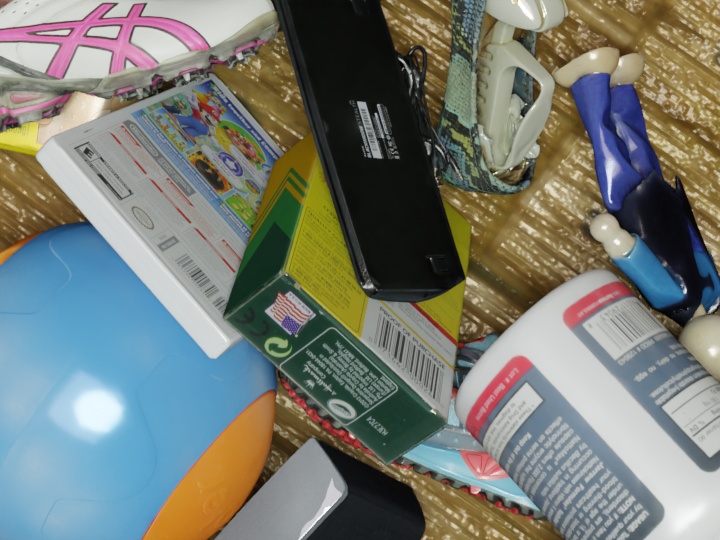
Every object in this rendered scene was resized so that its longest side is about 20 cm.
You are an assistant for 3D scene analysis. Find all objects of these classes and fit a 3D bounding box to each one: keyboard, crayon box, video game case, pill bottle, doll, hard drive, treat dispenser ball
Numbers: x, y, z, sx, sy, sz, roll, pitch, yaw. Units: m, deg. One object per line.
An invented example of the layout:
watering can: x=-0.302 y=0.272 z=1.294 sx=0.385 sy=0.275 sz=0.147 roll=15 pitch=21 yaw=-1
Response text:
keyboard: x=0.005 y=-0.070 z=1.013 sx=0.040 sy=0.104 sz=0.200 roll=-34 pitch=63 yaw=44
crayon box: x=0.000 y=0.000 z=1.014 sx=0.051 sy=0.200 sz=0.127 roll=-37 pitch=110 yaw=28
video game case: x=-0.083 y=-0.037 z=1.017 sx=0.143 sy=0.200 sz=0.018 roll=48 pitch=116 yaw=2
pill bottle: x=0.157 y=0.108 z=0.971 sx=0.120 sy=0.120 sz=0.200 roll=-43 pitch=72 yaw=4
doll: x=0.168 y=-0.028 z=1.040 sx=0.048 sy=0.136 sz=0.200 roll=-26 pitch=77 yaw=29
hard drive: x=-0.053 y=0.197 z=1.056 sx=0.200 sy=0.135 sz=0.042 roll=-49 pitch=54 yaw=4
treat dispenser ball: x=-0.147 y=0.072 z=1.021 sx=0.200 sy=0.201 sz=0.201 roll=0 pitch=92 yaw=3

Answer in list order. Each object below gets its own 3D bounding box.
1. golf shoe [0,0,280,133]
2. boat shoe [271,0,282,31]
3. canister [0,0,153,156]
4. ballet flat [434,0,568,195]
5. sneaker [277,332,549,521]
golf shoe: x=-0.146 y=-0.135 z=0.996 sx=0.199 sy=0.073 sz=0.092 roll=-12 pitch=95 yaw=-1
boat shoe: x=0.006 y=-0.200 z=1.072 sx=0.200 sy=0.072 sz=0.066 roll=-20 pitch=78 yaw=1
canister: x=-0.180 y=-0.169 z=1.072 sx=0.148 sy=0.087 sz=0.201 roll=12 pitch=94 yaw=1
ballet flat: x=0.087 y=-0.133 z=1.036 sx=0.074 sy=0.074 sz=0.200 roll=5 pitch=122 yaw=3
sneaker: x=0.050 y=0.077 z=1.083 sx=0.200 sy=0.079 sz=0.096 roll=23 pitch=82 yaw=-6
